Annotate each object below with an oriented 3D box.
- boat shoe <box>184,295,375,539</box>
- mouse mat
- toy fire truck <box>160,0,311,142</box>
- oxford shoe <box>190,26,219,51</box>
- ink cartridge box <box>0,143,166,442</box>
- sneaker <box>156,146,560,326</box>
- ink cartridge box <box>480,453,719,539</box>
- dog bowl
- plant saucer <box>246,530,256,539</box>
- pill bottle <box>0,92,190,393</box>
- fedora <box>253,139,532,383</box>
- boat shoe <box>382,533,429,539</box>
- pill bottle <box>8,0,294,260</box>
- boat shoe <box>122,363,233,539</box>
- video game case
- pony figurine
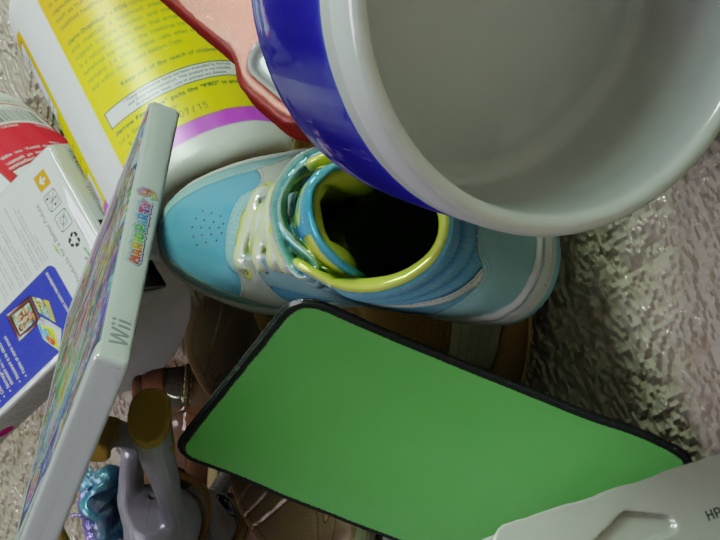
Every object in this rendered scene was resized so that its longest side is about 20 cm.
[{"bbox_3d":[-0.029,0.084,1.309,0.072,0.065,0.200,-48,41,16],"label":"boat shoe"},{"bbox_3d":[0.030,0.083,1.160,0.161,0.199,0.008,130,157,-52],"label":"mouse mat"},{"bbox_3d":[-0.008,-0.169,1.106,0.168,0.200,0.112,42,172,23],"label":"toy fire truck"},{"bbox_3d":[0.005,-0.111,1.171,0.199,0.073,0.085,22,102,18],"label":"oxford shoe"},{"bbox_3d":[-0.195,0.027,1.401,0.200,0.037,0.095,-41,71,29],"label":"ink cartridge box"},{"bbox_3d":[-0.026,-0.023,1.118,0.199,0.130,0.080,2,82,29],"label":"sneaker"},{"bbox_3d":[0.079,0.169,1.130,0.200,0.146,0.086,-46,64,54],"label":"ink cartridge box"},{"bbox_3d":[0.059,-0.118,0.991,0.079,0.199,0.201,18,118,55],"label":"dog bowl"},{"bbox_3d":[-0.020,0.207,1.377,0.200,0.034,0.202,171,90,-67],"label":"plant saucer"},{"bbox_3d":[-0.184,-0.014,1.491,0.200,0.112,0.113,40,134,42],"label":"pill bottle"},{"bbox_3d":[0.000,0.000,1.239,0.200,0.081,0.202,27,124,49],"label":"fedora"},{"bbox_3d":[0.037,0.193,1.276,0.071,0.069,0.201,10,111,56],"label":"boat shoe"},{"bbox_3d":[-0.119,-0.113,1.357,0.201,0.104,0.104,61,145,21],"label":"pill bottle"},{"bbox_3d":[-0.107,0.138,1.457,0.072,0.067,0.201,-95,12,-61],"label":"boat shoe"},{"bbox_3d":[-0.124,0.032,1.203,0.201,0.018,0.144,-86,17,-54],"label":"video game case"},{"bbox_3d":[-0.102,0.167,1.300,0.165,0.200,0.194,4,73,17],"label":"pony figurine"}]
